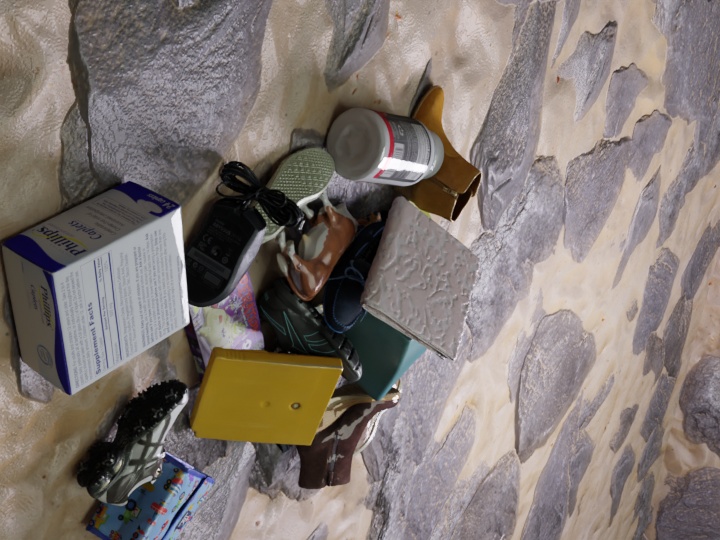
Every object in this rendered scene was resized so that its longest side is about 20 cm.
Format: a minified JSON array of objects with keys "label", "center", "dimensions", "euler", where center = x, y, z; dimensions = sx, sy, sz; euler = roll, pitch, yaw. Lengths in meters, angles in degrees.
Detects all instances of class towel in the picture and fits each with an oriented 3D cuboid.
[{"label":"towel","center":[0.095,0.014,1.759],"dimensions":[0.191,0.032,0.201],"euler":[36,55,-27]}]

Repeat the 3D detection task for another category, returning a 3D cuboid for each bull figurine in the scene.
[{"label":"bull figurine","center":[-0.061,-0.050,1.733],"dimensions":[0.122,0.065,0.200],"euler":[55,44,-34]}]

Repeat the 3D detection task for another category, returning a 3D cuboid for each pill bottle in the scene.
[{"label":"pill bottle","center":[0.046,-0.188,1.771],"dimensions":[0.200,0.110,0.111],"euler":[0,112,-55]}]

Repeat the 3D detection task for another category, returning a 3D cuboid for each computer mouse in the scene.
[{"label":"computer mouse","center":[-0.176,-0.036,1.571],"dimensions":[0.200,0.138,0.053],"euler":[-55,166,3]}]

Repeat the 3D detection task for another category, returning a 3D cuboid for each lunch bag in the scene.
[{"label":"lunch bag","center":[-0.299,0.356,1.706],"dimensions":[0.151,0.094,0.200],"euler":[-58,160,-11]}]

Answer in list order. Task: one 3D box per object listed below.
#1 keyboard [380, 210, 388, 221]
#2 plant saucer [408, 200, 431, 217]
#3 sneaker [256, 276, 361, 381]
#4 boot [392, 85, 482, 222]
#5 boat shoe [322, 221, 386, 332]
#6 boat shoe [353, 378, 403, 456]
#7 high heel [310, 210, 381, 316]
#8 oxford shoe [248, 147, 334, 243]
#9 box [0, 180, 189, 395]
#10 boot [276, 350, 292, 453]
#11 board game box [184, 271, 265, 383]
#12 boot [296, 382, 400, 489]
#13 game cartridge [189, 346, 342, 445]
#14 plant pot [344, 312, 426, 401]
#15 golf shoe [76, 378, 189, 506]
[{"label":"keyboard","center":[0.075,-0.032,1.991],"dimensions":[0.200,0.040,0.104],"euler":[21,94,-57]},{"label":"plant saucer","center":[0.096,-0.024,1.951],"dimensions":[0.200,0.031,0.201],"euler":[-9,90,-68]},{"label":"sneaker","center":[-0.079,0.102,1.753],"dimensions":[0.079,0.200,0.075],"euler":[-42,-176,11]},{"label":"boot","center":[0.143,-0.191,1.878],"dimensions":[0.071,0.144,0.202],"euler":[3,109,-56]},{"label":"boat shoe","center":[0.000,0.000,1.751],"dimensions":[0.084,0.069,0.201],"euler":[32,62,-26]},{"label":"boat shoe","center":[0.000,0.252,2.064],"dimensions":[0.200,0.076,0.072],"euler":[-55,140,-25]},{"label":"high heel","center":[-0.035,-0.002,1.819],"dimensions":[0.142,0.071,0.201],"euler":[-12,131,-59]},{"label":"oxford shoe","center":[-0.109,-0.110,1.661],"dimensions":[0.200,0.075,0.058],"euler":[-51,-172,-33]},{"label":"box","center":[-0.320,0.018,1.397],"dimensions":[0.200,0.105,0.185],"euler":[-33,137,-40]},{"label":"boot","center":[-0.088,0.188,1.839],"dimensions":[0.168,0.076,0.201],"euler":[-28,131,-16]},{"label":"board game box","center":[-0.203,0.077,1.682],"dimensions":[0.120,0.032,0.200],"euler":[-46,144,-34]},{"label":"boot","center":[-0.022,0.290,1.997],"dimensions":[0.199,0.072,0.167],"euler":[-7,106,-22]},{"label":"game cartridge","center":[-0.146,0.191,1.718],"dimensions":[0.199,0.032,0.177],"euler":[8,128,-20]},{"label":"plant pot","center":[0.046,0.092,1.866],"dimensions":[0.141,0.141,0.200],"euler":[-45,173,-27]},{"label":"golf shoe","center":[-0.304,0.242,1.598],"dimensions":[0.200,0.078,0.095],"euler":[-47,130,-8]}]
